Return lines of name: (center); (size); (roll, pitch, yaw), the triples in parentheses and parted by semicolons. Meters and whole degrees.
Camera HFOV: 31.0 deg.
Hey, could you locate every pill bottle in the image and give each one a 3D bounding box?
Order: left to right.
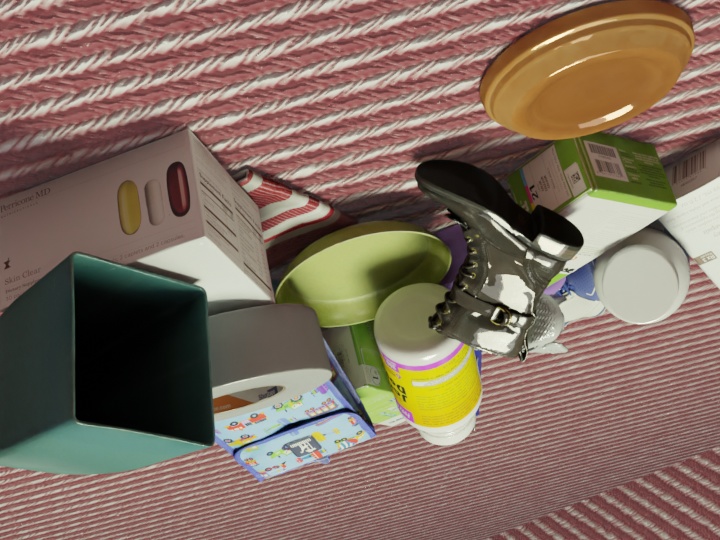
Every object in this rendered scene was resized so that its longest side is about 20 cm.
pill bottle: (0.082, 0.113, 1.468); (0.103, 0.105, 0.201); (-15, 138, 3)
pill bottle: (0.322, 0.000, 1.487); (0.108, 0.110, 0.200); (-20, -175, 16)

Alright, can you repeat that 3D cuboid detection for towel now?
towel: (-0.109, -0.043, 1.312); (0.143, 0.023, 0.199); (-25, 157, 24)

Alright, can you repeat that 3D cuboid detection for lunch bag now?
lunch bag: (-0.082, 0.155, 1.437); (0.149, 0.095, 0.201); (-24, 136, 8)

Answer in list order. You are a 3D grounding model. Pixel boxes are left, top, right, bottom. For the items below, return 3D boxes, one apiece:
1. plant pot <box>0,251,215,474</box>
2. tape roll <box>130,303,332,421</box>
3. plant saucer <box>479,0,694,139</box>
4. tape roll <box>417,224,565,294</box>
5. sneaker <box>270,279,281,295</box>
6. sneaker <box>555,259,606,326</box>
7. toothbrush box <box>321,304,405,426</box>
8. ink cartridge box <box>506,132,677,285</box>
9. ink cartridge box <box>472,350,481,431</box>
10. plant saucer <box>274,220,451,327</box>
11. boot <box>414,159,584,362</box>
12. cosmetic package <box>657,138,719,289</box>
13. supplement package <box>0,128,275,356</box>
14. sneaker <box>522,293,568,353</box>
plant pot: (-0.243, 0.098, 1.105); (0.199, 0.143, 0.140); (-25, 150, 38)
tape roll: (-0.129, 0.095, 1.243); (0.198, 0.067, 0.200); (-15, 166, -4)
plant saucer: (0.206, -0.171, 1.165); (0.197, 0.038, 0.201); (-12, 159, -5)
tape roll: (0.141, 0.006, 1.544); (0.197, 0.066, 0.200); (-12, 160, -4)
sneaker: (-0.155, 0.033, 1.419); (0.073, 0.083, 0.199); (-21, -176, 41)
sneaker: (0.233, 0.038, 1.668); (0.114, 0.082, 0.199); (-6, 160, -26)
toothbrush box: (0.008, 0.099, 1.583); (0.085, 0.147, 0.199); (-23, 157, 23)
ink cartridge box: (0.211, -0.060, 1.387); (0.147, 0.077, 0.199); (6, 149, -42)
ink cartridge box: (0.114, 0.121, 1.636); (0.037, 0.096, 0.200); (-4, -164, -18)
plant saucer: (0.000, 0.000, 1.405); (0.197, 0.031, 0.201); (-14, 152, -7)
boot: (0.113, -0.002, 1.313); (0.198, 0.069, 0.175); (28, 124, -3)
cosmetic package: (0.420, -0.045, 1.451); (0.101, 0.075, 0.200); (-29, 119, 36)
supplement package: (-0.202, -0.015, 1.170); (0.198, 0.112, 0.156); (-19, 151, 12)
sneaker: (0.197, 0.055, 1.454); (0.113, 0.076, 0.200); (1, 175, -23)
